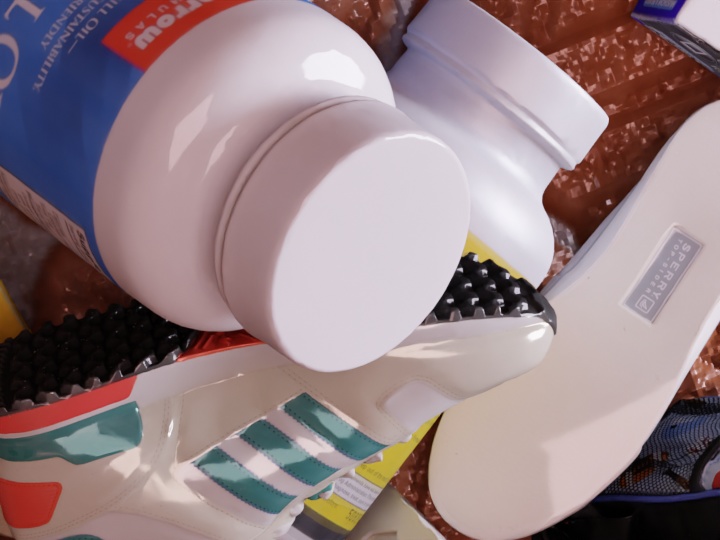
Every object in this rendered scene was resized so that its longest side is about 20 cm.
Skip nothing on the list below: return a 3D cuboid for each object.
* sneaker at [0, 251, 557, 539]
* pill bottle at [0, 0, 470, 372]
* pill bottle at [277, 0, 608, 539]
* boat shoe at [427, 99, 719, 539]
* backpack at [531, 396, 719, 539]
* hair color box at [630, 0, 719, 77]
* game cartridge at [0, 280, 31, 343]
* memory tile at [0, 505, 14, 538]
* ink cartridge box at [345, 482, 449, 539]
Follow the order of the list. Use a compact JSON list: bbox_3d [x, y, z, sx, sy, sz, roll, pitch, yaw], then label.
[{"bbox_3d":[-0.029,0.054,0.926,0.199,0.070,0.094,-12,114,-7],"label":"sneaker"},{"bbox_3d":[-0.058,-0.049,0.894,0.112,0.200,0.113,-25,131,-32],"label":"pill bottle"},{"bbox_3d":[0.000,0.000,1.006,0.112,0.112,0.200,38,90,-14],"label":"pill bottle"},{"bbox_3d":[0.097,0.020,1.051,0.072,0.069,0.200,31,85,8],"label":"boat shoe"},{"bbox_3d":[0.196,0.121,1.024,0.154,0.190,0.200,-44,105,-19],"label":"backpack"},{"bbox_3d":[0.206,-0.151,1.050,0.109,0.065,0.200,33,89,-15],"label":"hair color box"},{"bbox_3d":[-0.210,0.035,0.968,0.176,0.032,0.200,-29,128,-6],"label":"game cartridge"},{"bbox_3d":[-0.138,0.126,0.976,0.153,0.017,0.200,-46,112,-12],"label":"memory tile"},{"bbox_3d":[0.059,0.185,1.028,0.084,0.146,0.200,-45,103,-2],"label":"ink cartridge box"}]
